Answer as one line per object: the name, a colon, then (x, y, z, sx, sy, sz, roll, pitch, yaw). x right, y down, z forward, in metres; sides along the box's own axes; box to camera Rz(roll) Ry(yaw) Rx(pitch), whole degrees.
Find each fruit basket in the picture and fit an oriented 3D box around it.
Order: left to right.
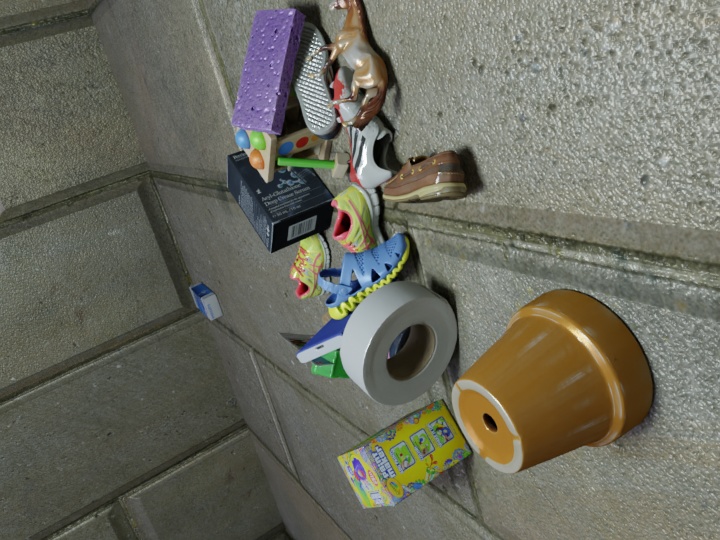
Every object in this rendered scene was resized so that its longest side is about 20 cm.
fruit basket: (-0.064, 0.172, 1.432, 0.200, 0.184, 0.095, 36, 113, 54)

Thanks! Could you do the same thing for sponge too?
sponge: (-0.157, -0.336, 1.074, 0.111, 0.030, 0.202, 16, 95, 42)

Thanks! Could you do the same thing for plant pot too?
plant pot: (0.223, 0.152, 0.798, 0.200, 0.182, 0.202, 45, 149, 37)

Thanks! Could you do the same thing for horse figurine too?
horse figurine: (-0.012, -0.309, 0.967, 0.132, 0.050, 0.201, -35, 75, 28)

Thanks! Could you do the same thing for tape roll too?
tape roll: (0.067, 0.121, 1.066, 0.071, 0.201, 0.204, 33, 141, 49)

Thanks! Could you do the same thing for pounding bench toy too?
pounding bench toy: (-0.130, -0.237, 1.179, 0.201, 0.155, 0.125, 55, 154, 21)

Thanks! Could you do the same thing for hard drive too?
hard drive: (-0.019, 0.088, 1.162, 0.131, 0.200, 0.025, -29, 100, 42)

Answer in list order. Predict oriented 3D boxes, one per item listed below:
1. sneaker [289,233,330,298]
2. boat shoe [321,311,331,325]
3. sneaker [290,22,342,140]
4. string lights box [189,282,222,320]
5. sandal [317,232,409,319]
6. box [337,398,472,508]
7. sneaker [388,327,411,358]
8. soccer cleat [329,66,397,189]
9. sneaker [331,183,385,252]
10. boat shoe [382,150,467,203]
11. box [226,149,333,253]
sneaker: (-0.121, -0.013, 1.450, 0.078, 0.090, 0.202, 39, 143, 47)
boat shoe: (-0.005, 0.083, 1.336, 0.199, 0.065, 0.072, -30, 94, 48)
sneaker: (-0.078, -0.317, 1.090, 0.079, 0.078, 0.202, 32, -133, -76)
string lights box: (-0.660, 0.129, 2.706, 0.199, 0.059, 0.104, 25, 135, 55)
sandal: (0.000, 0.000, 1.114, 0.087, 0.200, 0.080, 46, -165, -18)
box: (0.083, 0.371, 1.274, 0.123, 0.191, 0.200, 60, 155, 10)
sneaker: (0.065, 0.147, 1.247, 0.082, 0.070, 0.201, 47, 149, 28)
soccer cleat: (0.008, -0.233, 1.025, 0.084, 0.068, 0.202, -10, 91, 32)
sneaker: (-0.010, -0.063, 1.162, 0.078, 0.090, 0.202, 30, 139, 49)
boat shoe: (0.093, -0.135, 0.941, 0.200, 0.071, 0.068, -175, 83, -67)
box: (-0.172, -0.164, 1.342, 0.201, 0.147, 0.107, 53, 153, 23)
